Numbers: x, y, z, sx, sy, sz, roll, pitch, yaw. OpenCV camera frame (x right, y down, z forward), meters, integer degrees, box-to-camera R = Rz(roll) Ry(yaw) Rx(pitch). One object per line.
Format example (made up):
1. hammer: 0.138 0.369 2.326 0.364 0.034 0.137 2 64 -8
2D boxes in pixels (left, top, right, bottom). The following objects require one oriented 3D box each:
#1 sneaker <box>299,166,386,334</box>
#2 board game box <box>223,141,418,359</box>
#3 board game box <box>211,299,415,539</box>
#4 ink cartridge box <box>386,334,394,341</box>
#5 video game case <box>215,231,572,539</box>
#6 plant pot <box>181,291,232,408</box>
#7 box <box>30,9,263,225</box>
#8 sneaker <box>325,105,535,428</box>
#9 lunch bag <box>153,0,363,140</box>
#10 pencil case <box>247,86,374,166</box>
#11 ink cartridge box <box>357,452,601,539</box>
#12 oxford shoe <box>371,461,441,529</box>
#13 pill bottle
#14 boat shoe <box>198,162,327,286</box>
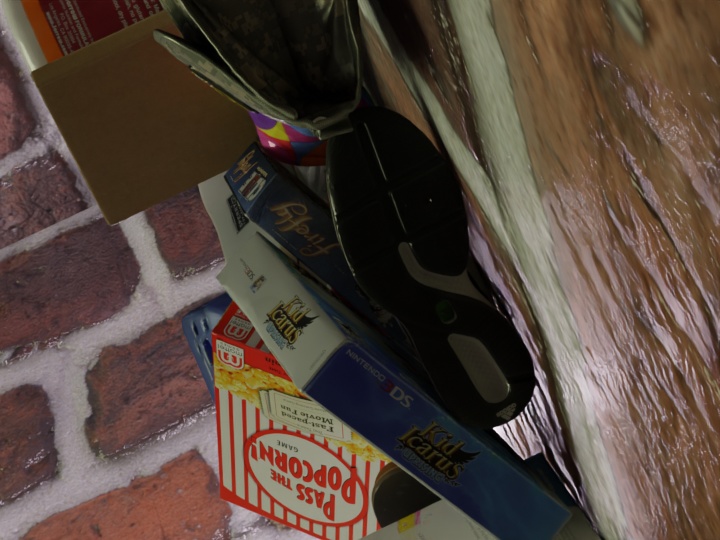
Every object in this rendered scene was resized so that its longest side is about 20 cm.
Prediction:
1. sneaker: -0.036 0.005 1.433 0.081 0.088 0.201 5 -94 -52
2. board game box: 0.000 0.000 1.248 0.200 0.035 0.136 40 -177 -15
3. board game box: -0.030 0.120 1.383 0.151 0.046 0.200 19 139 16
4. ink cartridge box: 0.065 0.137 1.470 0.200 0.043 0.196 51 -176 -28
5. video game case: 0.018 0.075 1.153 0.200 0.045 0.181 39 -178 -29
6. plant pot: -0.034 0.080 1.692 0.201 0.199 0.180 65 169 4
7. box: -0.107 -0.122 1.274 0.021 0.199 0.164 61 174 34
8. sneaker: 0.028 -0.007 1.103 0.201 0.075 0.115 64 175 -15
9. lunch bag: -0.062 -0.161 0.996 0.164 0.117 0.201 -134 22 -83
10. pencil case: -0.046 -0.152 1.188 0.200 0.088 0.089 74 170 -55
11. ink cartridge box: 0.065 0.234 1.191 0.129 0.199 0.126 -121 7 -59
12. oxford shoe: 0.071 0.170 1.296 0.200 0.071 0.071 35 -157 -41
13. pill bottle: -0.136 -0.183 1.298 0.113 0.199 0.113 155 90 -86
14. boat shoe: -0.066 -0.051 1.369 0.066 0.072 0.200 26 -149 -39
